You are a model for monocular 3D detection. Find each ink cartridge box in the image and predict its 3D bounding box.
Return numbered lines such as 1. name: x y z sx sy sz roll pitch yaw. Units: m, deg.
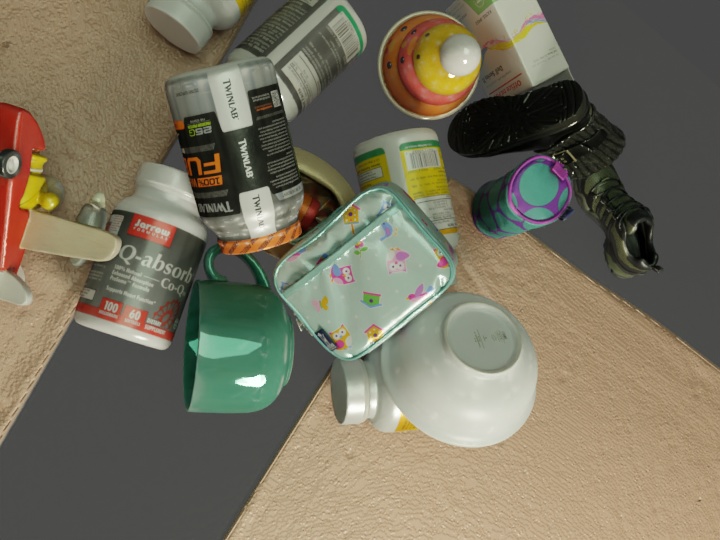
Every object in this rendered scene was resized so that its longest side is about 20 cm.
1. ink cartridge box: 0.208 -0.301 1.063 0.067 0.117 0.200 -29 94 -18

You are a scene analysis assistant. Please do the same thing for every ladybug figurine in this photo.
1. ladybug figurine: -0.090 -0.085 0.975 0.200 0.072 0.136 33 93 -13

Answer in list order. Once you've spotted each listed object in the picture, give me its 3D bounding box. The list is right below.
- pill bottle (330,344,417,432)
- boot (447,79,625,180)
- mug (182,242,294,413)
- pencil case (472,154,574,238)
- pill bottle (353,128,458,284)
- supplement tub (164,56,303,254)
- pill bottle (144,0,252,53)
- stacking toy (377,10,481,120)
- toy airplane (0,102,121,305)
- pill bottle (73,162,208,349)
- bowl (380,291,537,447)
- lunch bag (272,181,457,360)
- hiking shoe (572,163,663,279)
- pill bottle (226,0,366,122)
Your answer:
1. pill bottle: 0.067 0.148 0.990 0.199 0.113 0.113 -2 86 -16
2. boot: 0.244 -0.179 1.071 0.158 0.211 0.080 24 66 -51
3. mug: -0.140 0.077 0.905 0.114 0.152 0.186 5 114 -18
4. pencil case: 0.207 -0.091 1.005 0.092 0.200 0.085 -33 91 -6
5. pill bottle: 0.064 -0.072 0.998 0.112 0.113 0.201 -12 89 -17
6. supplement tub: -0.134 -0.127 0.858 0.122 0.123 0.201 -18 105 -17
7. pill bottle: -0.177 -0.373 0.958 0.111 0.111 0.200 34 78 -11
8. stacking toy: 0.108 -0.271 0.981 0.146 0.200 0.147 -1 98 -10
9. toy airplane: -0.384 -0.062 0.867 0.199 0.141 0.200 -31 99 24
10. pill bottle: -0.248 -0.017 0.908 0.116 0.116 0.201 20 81 -14
11. bowl: 0.131 0.100 0.916 0.200 0.090 0.202 7 56 -11
12. lunch bag: 0.000 0.000 0.911 0.200 0.077 0.160 -39 98 15
13. hiking shoe: 0.378 -0.087 1.106 0.076 0.101 0.200 -27 93 -17
14. pill bottle: -0.096 -0.258 0.972 0.113 0.113 0.200 46 75 -9
